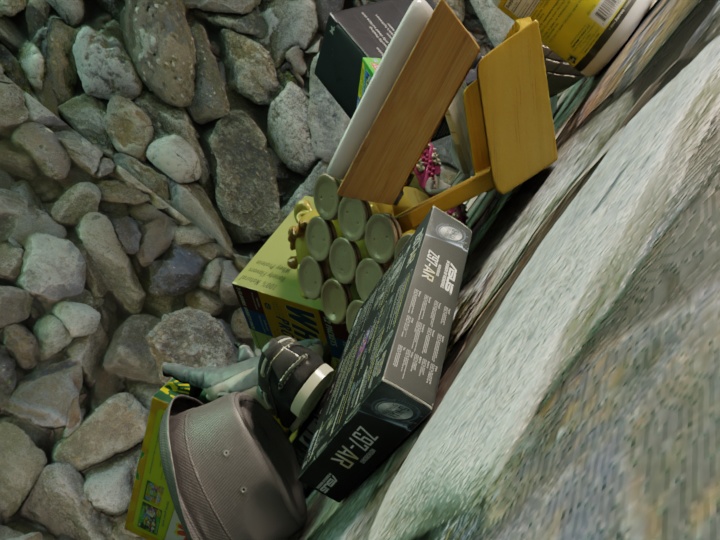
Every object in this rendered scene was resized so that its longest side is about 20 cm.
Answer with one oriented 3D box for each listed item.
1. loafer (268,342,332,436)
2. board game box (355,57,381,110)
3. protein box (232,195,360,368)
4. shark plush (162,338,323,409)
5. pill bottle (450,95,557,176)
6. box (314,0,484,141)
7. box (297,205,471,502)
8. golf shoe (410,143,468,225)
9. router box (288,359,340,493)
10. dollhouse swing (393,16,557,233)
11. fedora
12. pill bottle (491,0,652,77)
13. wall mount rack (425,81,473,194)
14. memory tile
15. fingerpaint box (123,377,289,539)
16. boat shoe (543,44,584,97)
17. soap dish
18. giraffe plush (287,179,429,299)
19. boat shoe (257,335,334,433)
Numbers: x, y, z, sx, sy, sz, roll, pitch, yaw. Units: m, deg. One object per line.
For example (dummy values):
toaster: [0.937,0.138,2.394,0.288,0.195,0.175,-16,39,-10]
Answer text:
loafer: [-0.100,0.165,0.979,0.202,0.067,0.076,-60,-4,27]
board game box: [0.017,-0.167,1.030,0.136,0.028,0.205,-114,27,-55]
protein box: [-0.040,0.022,1.095,0.201,0.194,0.137,-54,-36,-36]
shark plush: [-0.140,0.125,0.914,0.091,0.195,0.086,43,-134,-58]
pill bottle: [0.196,-0.212,1.089,0.110,0.108,0.200,-54,-1,-19]
box: [0.067,-0.301,1.149,0.197,0.198,0.118,-24,-24,-32]
box: [0.022,0.067,0.631,0.161,0.043,0.202,-55,10,42]
golf shoe: [0.078,-0.115,1.058,0.090,0.202,0.076,-8,41,33]
router box: [-0.029,0.162,0.899,0.158,0.052,0.201,-56,-1,38]
dollhouse swing: [0.104,-0.147,0.812,0.171,0.187,0.200,-10,6,6]
fedora: [-0.110,0.200,0.724,0.089,0.204,0.177,-27,-15,5]
pill bottle: [0.217,-0.322,0.849,0.113,0.198,0.112,-52,0,0]
wall mount rack: [0.114,-0.204,0.981,0.176,0.073,0.202,-64,-37,-37]
memory tile: [0.000,0.000,0.801,0.016,0.199,0.157,-9,-56,-38]
fingerpaint box: [-0.194,0.260,0.954,0.073,0.163,0.205,-49,-23,-68]
boat shoe: [0.280,-0.288,0.971,0.200,0.074,0.073,-46,-11,-9]
soap dish: [0.049,-0.166,0.766,0.203,0.080,0.158,-60,0,16]
giraffe plush: [-0.014,-0.038,0.948,0.160,0.200,0.175,-27,29,36]
boat shoe: [-0.068,0.112,0.752,0.073,0.067,0.201,-54,-7,-18]
